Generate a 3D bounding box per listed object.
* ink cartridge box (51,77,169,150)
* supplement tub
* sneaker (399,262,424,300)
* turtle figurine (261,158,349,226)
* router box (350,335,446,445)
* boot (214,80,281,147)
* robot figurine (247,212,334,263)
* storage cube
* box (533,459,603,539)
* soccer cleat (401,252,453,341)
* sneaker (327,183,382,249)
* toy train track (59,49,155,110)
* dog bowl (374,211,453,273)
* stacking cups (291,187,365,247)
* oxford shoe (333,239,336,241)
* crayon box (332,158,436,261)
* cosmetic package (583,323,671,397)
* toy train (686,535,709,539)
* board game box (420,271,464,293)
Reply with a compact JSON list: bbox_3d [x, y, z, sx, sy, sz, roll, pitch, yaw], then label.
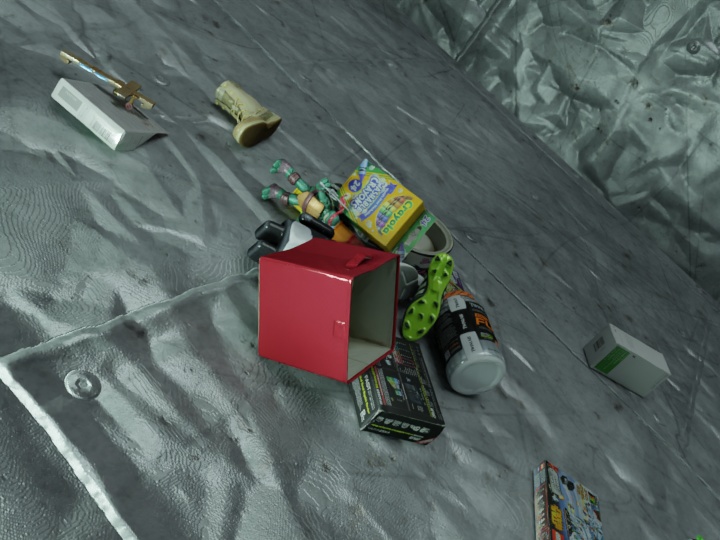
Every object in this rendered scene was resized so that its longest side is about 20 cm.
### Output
[{"bbox_3d":[-0.488,-0.305,1.460,0.160,0.050,0.200,40,11,2],"label":"ink cartridge box"},{"bbox_3d":[0.218,0.145,1.532,0.121,0.123,0.201,20,34,-28],"label":"supplement tub"},{"bbox_3d":[0.090,0.021,1.591,0.080,0.071,0.200,38,1,27],"label":"sneaker"},{"bbox_3d":[-0.110,-0.139,1.542,0.199,0.151,0.100,37,15,18],"label":"turtle figurine"},{"bbox_3d":[0.056,0.205,1.331,0.148,0.062,0.201,21,35,-30],"label":"router box"},{"bbox_3d":[-0.283,-0.369,1.725,0.155,0.073,0.200,40,28,1],"label":"boot"},{"bbox_3d":[-0.110,-0.018,1.393,0.198,0.151,0.125,26,15,-19],"label":"robot figurine"},{"bbox_3d":[-0.052,0.060,1.234,0.178,0.203,0.170,13,20,27],"label":"storage cube"},{"bbox_3d":[0.385,0.464,1.366,0.136,0.040,0.201,35,30,-9],"label":"box"},{"bbox_3d":[0.144,0.060,1.552,0.067,0.202,0.081,24,-13,8],"label":"soccer cleat"},{"bbox_3d":[0.008,-0.110,1.661,0.200,0.075,0.116,45,-5,21],"label":"sneaker"},{"bbox_3d":[-0.507,-0.372,1.476,0.198,0.033,0.115,30,22,-12],"label":"toy train track"},{"bbox_3d":[0.115,-0.073,1.734,0.197,0.074,0.201,17,35,-12],"label":"dog bowl"},{"bbox_3d":[-0.072,-0.102,1.624,0.200,0.061,0.060,46,30,2],"label":"stacking cups"},{"bbox_3d":[0.000,0.000,1.537,0.200,0.073,0.071,48,31,16],"label":"oxford shoe"},{"bbox_3d":[0.047,-0.129,1.569,0.199,0.126,0.052,38,-7,20],"label":"crayon box"},{"bbox_3d":[0.706,0.238,1.960,0.198,0.108,0.085,28,31,-16],"label":"cosmetic package"},{"bbox_3d":[0.775,0.622,1.584,0.198,0.042,0.057,27,41,-20],"label":"toy train"},{"bbox_3d":[0.199,0.057,1.725,0.119,0.032,0.201,27,31,-29],"label":"board game box"}]
